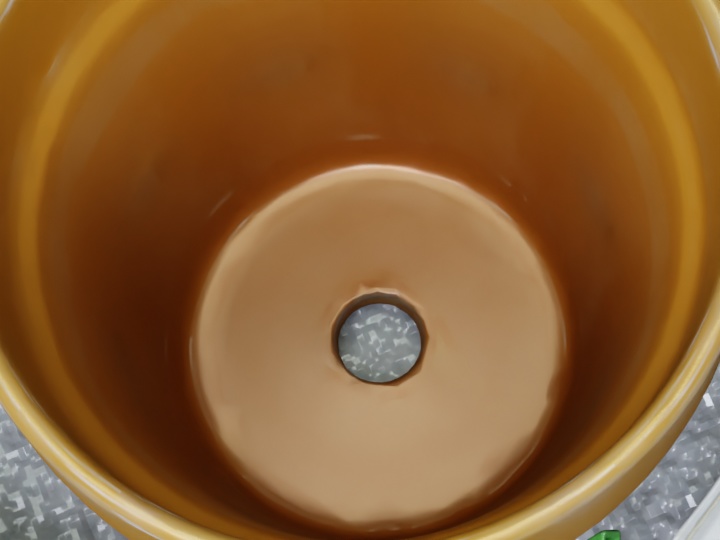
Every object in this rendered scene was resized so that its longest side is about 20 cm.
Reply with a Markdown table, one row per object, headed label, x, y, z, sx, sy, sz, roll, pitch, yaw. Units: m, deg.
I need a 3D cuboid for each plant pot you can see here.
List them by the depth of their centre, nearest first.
| label | x | y | z | sx | sy | sz | roll | pitch | yaw |
| --- | --- | --- | --- | --- | --- | --- | --- | --- | --- |
| plant pot | 0.000 | 0.000 | 0.750 | 0.199 | 0.183 | 0.202 | -1 | 73 | 2 |

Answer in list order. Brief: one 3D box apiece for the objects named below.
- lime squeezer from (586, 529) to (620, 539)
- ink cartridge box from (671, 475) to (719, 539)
| label | x | y | z | sx | sy | sz | roll | pitch | yaw |
| --- | --- | --- | --- | --- | --- | --- | --- | --- | --- |
| lime squeezer | 0.080 | 0.177 | 0.758 | 0.070 | 0.038 | 0.201 | -28 | 70 | 22 |
| ink cartridge box | 0.198 | 0.093 | 0.763 | 0.200 | 0.084 | 0.145 | 36 | 79 | 11 |
